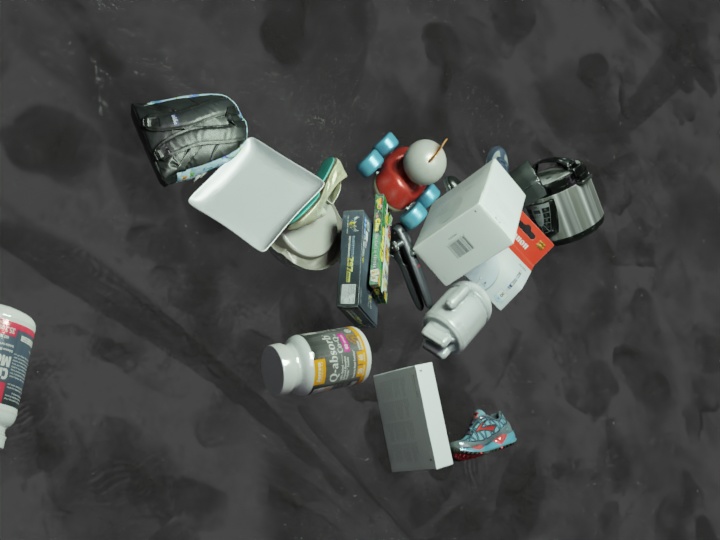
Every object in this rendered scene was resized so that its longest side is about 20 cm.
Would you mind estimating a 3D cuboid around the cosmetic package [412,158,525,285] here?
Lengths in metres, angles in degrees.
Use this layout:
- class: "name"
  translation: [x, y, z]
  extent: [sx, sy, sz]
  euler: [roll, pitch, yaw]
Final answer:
- class: "cosmetic package"
  translation: [0.242, -0.106, 1.773]
  extent: [0.123, 0.198, 0.201]
  euler: [44, 38, -15]

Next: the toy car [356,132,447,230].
- class: "toy car"
  translation: [0.129, -0.230, 1.747]
  extent: [0.185, 0.199, 0.177]
  euler: [49, 41, -10]

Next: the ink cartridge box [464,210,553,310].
- class: "ink cartridge box"
  translation: [0.338, -0.033, 1.874]
  extent: [0.160, 0.047, 0.200]
  euler: [42, 99, -16]

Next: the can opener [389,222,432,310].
- class: "can opener"
  translation: [0.112, -0.009, 1.774]
  extent: [0.078, 0.063, 0.204]
  euler: [-23, 90, -36]

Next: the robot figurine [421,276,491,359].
- class: "robot figurine"
  translation: [0.214, 0.103, 1.772]
  extent: [0.112, 0.171, 0.200]
  euler: [31, 58, 25]

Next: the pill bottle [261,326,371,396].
- class: "pill bottle"
  translation: [-0.085, 0.178, 1.558]
  extent: [0.196, 0.116, 0.119]
  euler: [-7, 80, -35]

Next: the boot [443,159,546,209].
- class: "boot"
  translation: [0.314, -0.195, 1.879]
  extent: [0.166, 0.198, 0.066]
  euler: [54, 23, -16]

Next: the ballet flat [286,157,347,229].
- class: "ballet flat"
  translation: [-0.080, -0.143, 1.613]
  extent: [0.063, 0.067, 0.202]
  euler: [50, 56, -30]

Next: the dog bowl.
- class: "dog bowl"
  translation: [-0.117, -0.094, 1.648]
  extent: [0.196, 0.058, 0.205]
  euler: [11, 71, -32]

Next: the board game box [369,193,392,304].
- class: "board game box"
  translation: [0.043, -0.044, 1.678]
  extent: [0.105, 0.023, 0.205]
  euler: [59, 33, -63]

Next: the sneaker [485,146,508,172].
- class: "sneaker"
  translation: [0.353, -0.221, 1.983]
  extent: [0.069, 0.082, 0.205]
  euler: [16, 68, -29]

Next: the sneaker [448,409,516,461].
- class: "sneaker"
  translation: [0.255, 0.359, 1.771]
  extent: [0.197, 0.079, 0.098]
  euler: [-3, 69, -43]

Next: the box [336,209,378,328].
- class: "box"
  translation: [0.000, 0.000, 1.651]
  extent: [0.158, 0.050, 0.205]
  euler: [54, 38, -66]

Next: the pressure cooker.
- class: "pressure cooker"
  translation: [0.495, -0.185, 2.003]
  extent: [0.179, 0.173, 0.203]
  euler: [-68, 135, -69]

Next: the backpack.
- class: "backpack"
  translation: [-0.312, -0.256, 1.523]
  extent: [0.197, 0.154, 0.166]
  euler: [-25, 85, -14]

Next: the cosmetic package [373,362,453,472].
- class: "cosmetic package"
  translation: [0.104, 0.299, 1.629]
  extent: [0.051, 0.150, 0.205]
  euler: [-6, 81, -34]

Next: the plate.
- class: "plate"
  translation: [-0.200, -0.145, 1.565]
  extent: [0.198, 0.033, 0.200]
  euler: [32, 65, 17]

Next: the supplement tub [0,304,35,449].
- class: "supplement tub"
  translation: [-0.580, 0.159, 1.216]
  extent: [0.138, 0.140, 0.205]
  euler: [16, 68, -29]
